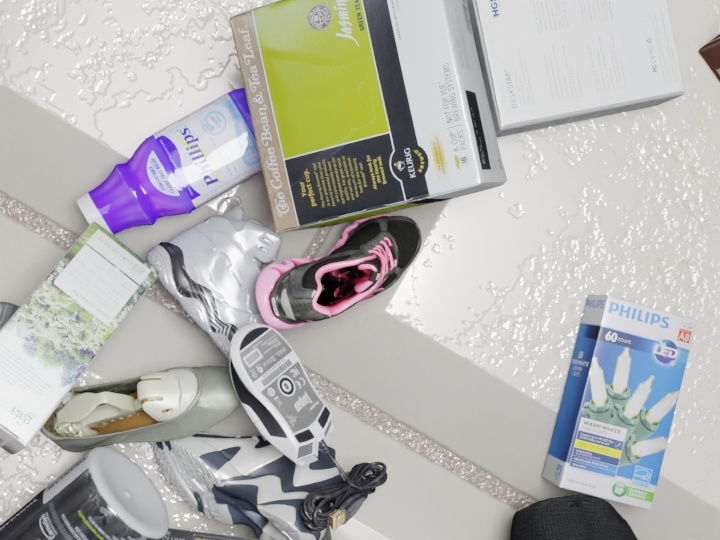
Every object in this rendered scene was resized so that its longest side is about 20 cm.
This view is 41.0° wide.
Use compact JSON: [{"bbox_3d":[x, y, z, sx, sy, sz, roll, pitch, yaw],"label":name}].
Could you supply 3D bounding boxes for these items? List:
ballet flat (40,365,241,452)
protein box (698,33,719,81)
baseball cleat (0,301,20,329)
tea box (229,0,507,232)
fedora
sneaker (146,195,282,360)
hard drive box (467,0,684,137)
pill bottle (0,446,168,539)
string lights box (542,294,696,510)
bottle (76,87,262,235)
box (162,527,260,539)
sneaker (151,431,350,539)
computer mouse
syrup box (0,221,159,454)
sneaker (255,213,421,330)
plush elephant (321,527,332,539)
[{"bbox_3d":[-0.207,0.127,0.896,0.200,0.064,0.067,-15,60,11],"label":"ballet flat"},{"bbox_3d":[0.510,-0.219,0.999,0.199,0.135,0.200,-38,95,-7],"label":"protein box"},{"bbox_3d":[-0.345,0.129,0.903,0.106,0.070,0.200,12,89,-8],"label":"baseball cleat"},{"bbox_3d":[0.011,-0.152,0.880,0.197,0.134,0.200,-11,91,18],"label":"tea box"},{"bbox_3d":[0.218,0.280,0.960,0.200,0.201,0.092,5,56,-8],"label":"fedora"},{"bbox_3d":[-0.103,0.025,0.936,0.115,0.075,0.200,-42,93,-5],"label":"sneaker"},{"bbox_3d":[0.210,-0.231,0.984,0.200,0.077,0.156,-11,91,-9],"label":"hard drive box"},{"bbox_3d":[-0.283,0.262,0.884,0.200,0.106,0.106,-40,95,5],"label":"pill bottle"},{"bbox_3d":[0.267,0.134,0.999,0.103,0.059,0.200,15,87,-7],"label":"string lights box"},{"bbox_3d":[-0.175,-0.098,0.931,0.200,0.065,0.084,-30,93,-8],"label":"bottle"},{"bbox_3d":[-0.141,0.317,0.858,0.050,0.200,0.158,40,54,-46],"label":"box"},{"bbox_3d":[-0.097,0.183,0.943,0.199,0.130,0.080,22,128,26],"label":"sneaker"},{"bbox_3d":[-0.060,0.139,0.883,0.200,0.044,0.110,57,41,-2],"label":"computer mouse"},{"bbox_3d":[-0.277,0.060,0.868,0.079,0.081,0.200,40,61,-13],"label":"syrup box"},{"bbox_3d":[0.000,0.000,0.916,0.200,0.095,0.079,-31,105,-37],"label":"sneaker"},{"bbox_3d":[-0.044,0.354,0.909,0.165,0.200,0.155,37,103,-14],"label":"plush elephant"}]
